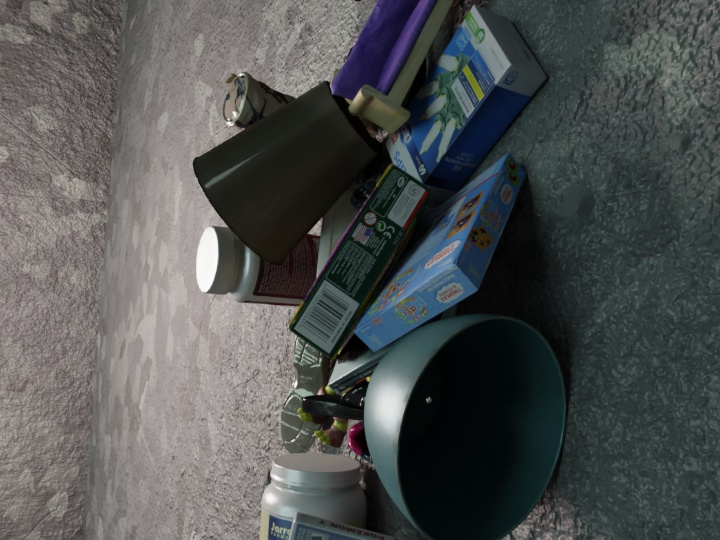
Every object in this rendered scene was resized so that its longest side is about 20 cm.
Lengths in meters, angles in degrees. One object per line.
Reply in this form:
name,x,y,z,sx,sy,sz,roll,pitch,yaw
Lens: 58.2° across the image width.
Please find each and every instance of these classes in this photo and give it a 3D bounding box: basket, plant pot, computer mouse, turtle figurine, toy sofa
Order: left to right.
basket,-0.086,-0.137,0.839,0.198,0.181,0.137,-37,23,14
turtle figurine,-0.024,0.145,0.888,0.199,0.064,0.164,37,102,29
computer mouse,0.014,-0.124,0.860,0.059,0.034,0.202,-43,22,23
toy sofa,0.048,-0.275,0.755,0.204,0.096,0.083,-63,11,-6
plant pot,0.079,0.136,0.617,0.134,0.196,0.206,10,93,59

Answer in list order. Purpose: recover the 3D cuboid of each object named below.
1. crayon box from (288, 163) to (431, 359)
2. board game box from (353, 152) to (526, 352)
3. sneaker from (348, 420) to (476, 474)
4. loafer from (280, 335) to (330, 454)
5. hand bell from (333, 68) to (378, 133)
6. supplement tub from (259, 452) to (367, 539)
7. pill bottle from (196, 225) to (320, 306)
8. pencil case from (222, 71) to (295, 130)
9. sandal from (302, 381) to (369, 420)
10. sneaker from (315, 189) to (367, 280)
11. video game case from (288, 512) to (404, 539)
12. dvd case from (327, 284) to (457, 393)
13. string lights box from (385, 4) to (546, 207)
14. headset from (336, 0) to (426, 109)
crayon box,0.000,0.000,0.735,0.203,0.058,0.173,-58,-5,-7
board game box,0.084,-0.021,0.661,0.151,0.037,0.201,-37,13,44
sneaker,0.061,0.215,0.745,0.198,0.073,0.083,-7,79,56
loafer,-0.073,0.180,0.991,0.070,0.063,0.206,13,100,24
hand bell,-0.082,-0.182,0.921,0.198,0.104,0.105,-36,47,5
supplement tub,-0.063,0.357,0.853,0.144,0.142,0.206,-5,81,57
pill bottle,-0.142,-0.007,0.988,0.113,0.196,0.118,-14,72,54
pencil case,-0.111,-0.230,0.976,0.078,0.196,0.091,-49,40,35
sandal,0.010,0.153,0.784,0.196,0.075,0.050,-3,85,31
sneaker,-0.018,-0.022,0.883,0.073,0.082,0.205,109,169,-67
video game case,-0.013,0.395,0.751,0.023,0.177,0.205,-83,8,-78
dvd case,0.045,0.050,0.760,0.199,0.022,0.148,-35,24,41
string lights box,0.112,-0.180,0.742,0.201,0.058,0.105,-53,44,39
headset,0.018,-0.303,0.881,0.123,0.092,0.205,-36,67,49
